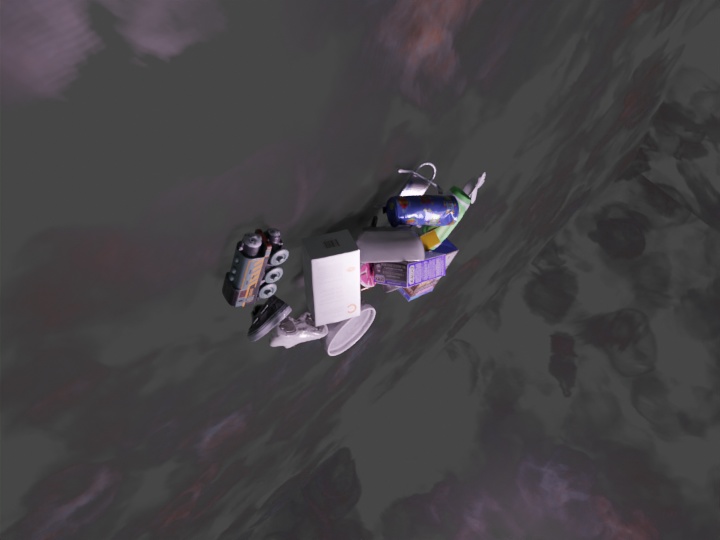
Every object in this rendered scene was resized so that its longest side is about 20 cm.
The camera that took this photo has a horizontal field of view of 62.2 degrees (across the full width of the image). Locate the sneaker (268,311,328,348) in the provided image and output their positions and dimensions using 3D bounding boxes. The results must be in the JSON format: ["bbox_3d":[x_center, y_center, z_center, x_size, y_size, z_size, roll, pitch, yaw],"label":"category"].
[{"bbox_3d":[-0.183,0.177,1.711,0.197,0.079,0.100,3,142,-42],"label":"sneaker"}]

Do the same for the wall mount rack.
[{"bbox_3d":[0.126,-0.204,1.610,0.171,0.075,0.202,21,116,-30],"label":"wall mount rack"}]

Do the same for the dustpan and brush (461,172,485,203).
[{"bbox_3d":[0.365,-0.266,1.926,0.140,0.057,0.201,-47,160,-20],"label":"dustpan and brush"}]

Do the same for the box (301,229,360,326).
[{"bbox_3d":[-0.071,0.019,1.467,0.122,0.098,0.204,-12,127,-16],"label":"box"}]

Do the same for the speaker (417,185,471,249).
[{"bbox_3d":[0.265,-0.167,1.903,0.201,0.088,0.088,-54,157,20],"label":"speaker"}]

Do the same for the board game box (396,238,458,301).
[{"bbox_3d":[0.224,-0.014,2.080,0.158,0.097,0.202,-19,146,-49],"label":"board game box"}]

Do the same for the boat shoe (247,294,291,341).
[{"bbox_3d":[-0.240,0.114,1.499,0.199,0.071,0.072,-39,-178,45],"label":"boat shoe"}]

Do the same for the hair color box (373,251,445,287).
[{"bbox_3d":[0.132,-0.007,1.573,0.198,0.108,0.066,-12,106,-52],"label":"hair color box"}]

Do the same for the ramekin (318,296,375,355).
[{"bbox_3d":[-0.058,0.156,1.852,0.199,0.105,0.201,-39,158,-19],"label":"ramekin"}]

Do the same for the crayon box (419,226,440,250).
[{"bbox_3d":[0.151,-0.066,1.797,0.126,0.052,0.199,-28,-179,-36],"label":"crayon box"}]

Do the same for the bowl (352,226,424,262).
[{"bbox_3d":[0.068,-0.072,1.559,0.200,0.195,0.077,-96,-175,-81],"label":"bowl"}]

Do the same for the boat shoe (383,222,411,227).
[{"bbox_3d":[0.100,-0.103,1.735,0.198,0.069,0.073,-30,154,-34],"label":"boat shoe"}]

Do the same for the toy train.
[{"bbox_3d":[-0.230,-0.005,1.292,0.112,0.086,0.202,-13,143,-38],"label":"toy train"}]

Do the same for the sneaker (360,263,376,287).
[{"bbox_3d":[0.000,0.000,1.598,0.085,0.075,0.200,-6,-166,15],"label":"sneaker"}]

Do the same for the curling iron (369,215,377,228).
[{"bbox_3d":[0.010,-0.066,1.679,0.025,0.049,0.203,-22,143,-45],"label":"curling iron"}]

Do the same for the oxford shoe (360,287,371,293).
[{"bbox_3d":[-0.043,0.086,1.716,0.197,0.086,0.073,-29,-173,7],"label":"oxford shoe"}]

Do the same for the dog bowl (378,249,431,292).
[{"bbox_3d":[0.140,0.002,1.785,0.197,0.060,0.200,-27,-179,1],"label":"dog bowl"}]

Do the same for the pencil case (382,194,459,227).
[{"bbox_3d":[0.160,-0.154,1.567,0.195,0.079,0.088,-3,131,-20],"label":"pencil case"}]
